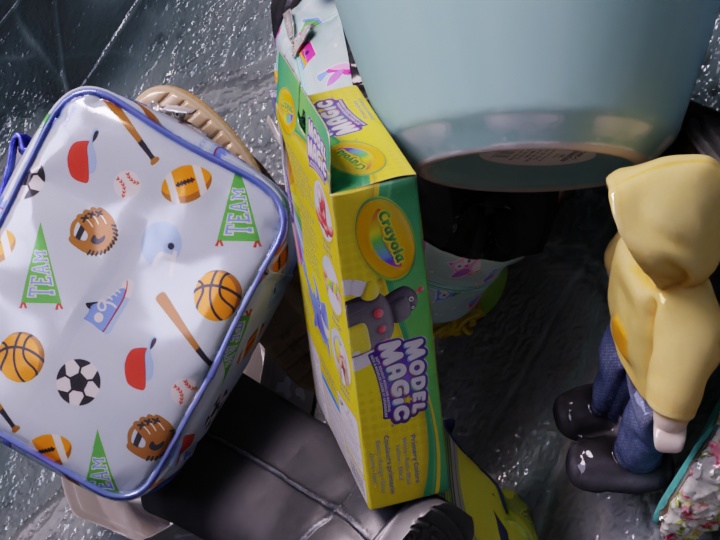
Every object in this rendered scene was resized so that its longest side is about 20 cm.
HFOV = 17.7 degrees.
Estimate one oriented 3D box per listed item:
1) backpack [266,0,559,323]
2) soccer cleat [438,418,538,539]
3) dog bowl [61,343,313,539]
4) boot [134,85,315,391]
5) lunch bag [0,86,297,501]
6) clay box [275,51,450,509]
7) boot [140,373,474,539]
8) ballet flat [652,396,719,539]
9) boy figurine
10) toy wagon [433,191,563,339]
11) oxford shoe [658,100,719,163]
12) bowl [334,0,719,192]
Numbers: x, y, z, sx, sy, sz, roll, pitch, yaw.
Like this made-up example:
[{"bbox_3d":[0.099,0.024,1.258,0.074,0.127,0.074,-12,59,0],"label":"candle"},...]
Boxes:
[{"bbox_3d":[0.030,-0.069,1.262,0.127,0.166,0.201,-48,42,48],"label":"backpack"},{"bbox_3d":[0.072,0.150,1.207,0.200,0.083,0.065,52,141,32],"label":"soccer cleat"},{"bbox_3d":[-0.107,0.083,1.457,0.199,0.058,0.201,-27,51,37],"label":"dog bowl"},{"bbox_3d":[-0.064,-0.027,1.323,0.072,0.201,0.166,-30,11,10],"label":"boot"},{"bbox_3d":[-0.129,0.007,1.203,0.159,0.076,0.201,29,93,8],"label":"lunch bag"},{"bbox_3d":[0.000,0.000,1.124,0.115,0.047,0.201,-120,21,-60],"label":"clay box"},{"bbox_3d":[-0.058,0.145,1.192,0.165,0.066,0.199,-45,43,-16],"label":"boot"},{"bbox_3d":[0.210,0.053,1.105,0.064,0.076,0.201,30,100,18],"label":"ballet flat"},{"bbox_3d":[0.138,0.027,1.105,0.201,0.064,0.125,94,170,-50],"label":"boy figurine"},{"bbox_3d":[0.062,-0.047,1.351,0.155,0.039,0.201,-26,52,39],"label":"toy wagon"},{"bbox_3d":[0.177,-0.035,1.160,0.200,0.072,0.085,-118,51,-79],"label":"oxford shoe"},{"bbox_3d":[0.082,-0.099,1.127,0.200,0.200,0.106,-8,78,46],"label":"bowl"}]
